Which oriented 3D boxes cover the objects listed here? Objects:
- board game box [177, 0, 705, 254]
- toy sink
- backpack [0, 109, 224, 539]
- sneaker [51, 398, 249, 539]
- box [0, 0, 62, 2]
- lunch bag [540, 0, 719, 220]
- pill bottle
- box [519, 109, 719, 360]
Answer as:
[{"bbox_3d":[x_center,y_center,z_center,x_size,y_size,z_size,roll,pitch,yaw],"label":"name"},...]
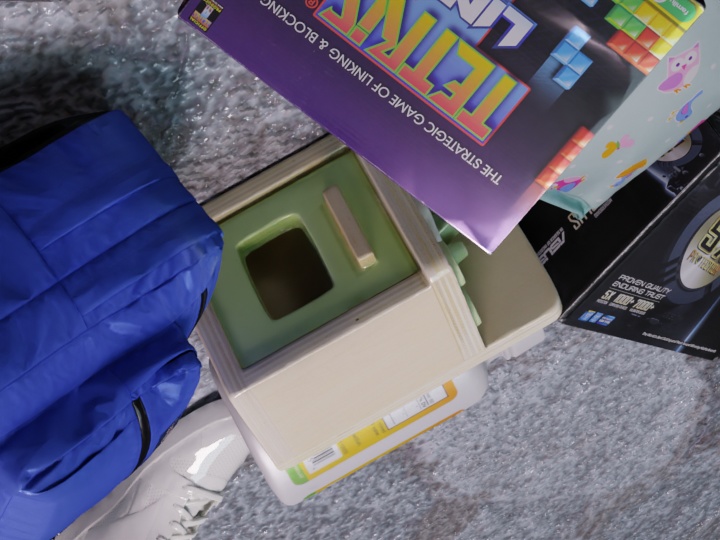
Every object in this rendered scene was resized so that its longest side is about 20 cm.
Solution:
[{"bbox_3d":[0.039,-0.132,0.901,0.199,0.057,0.166,36,110,-11],"label":"board game box"},{"bbox_3d":[0.000,0.000,1.091,0.199,0.131,0.112,-28,146,-1],"label":"toy sink"},{"bbox_3d":[-0.161,0.031,0.948,0.200,0.168,0.162,-42,179,-34],"label":"backpack"},{"bbox_3d":[-0.125,0.186,1.258,0.200,0.116,0.073,-45,142,19],"label":"sneaker"},{"bbox_3d":[-0.197,-0.196,0.759,0.199,0.048,0.194,-5,137,-32],"label":"box"},{"bbox_3d":[0.117,-0.132,1.013,0.170,0.122,0.200,-40,151,18],"label":"lunch bag"},{"bbox_3d":[0.013,0.056,1.190,0.199,0.111,0.111,-29,147,-2],"label":"pill bottle"},{"bbox_3d":[0.223,-0.034,1.253,0.199,0.086,0.164,15,126,-46],"label":"box"}]
